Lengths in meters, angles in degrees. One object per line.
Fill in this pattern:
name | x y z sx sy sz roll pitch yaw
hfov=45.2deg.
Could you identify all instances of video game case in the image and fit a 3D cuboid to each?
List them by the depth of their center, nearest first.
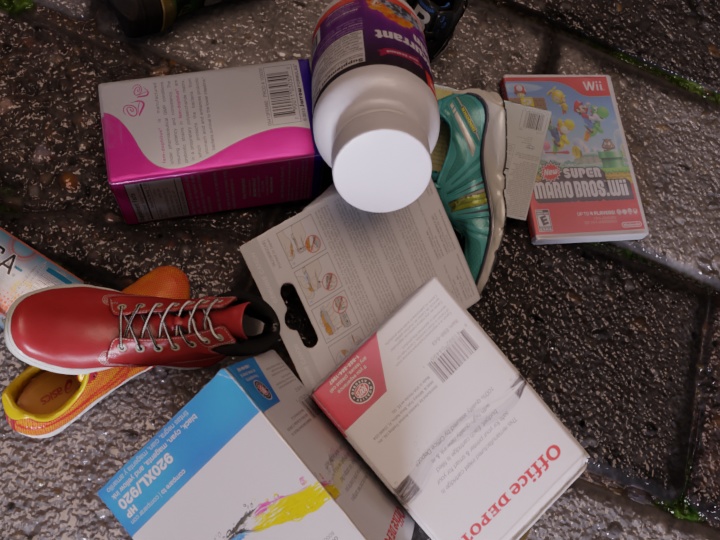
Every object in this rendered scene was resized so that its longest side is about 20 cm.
video game case | 0.241 -0.130 0.981 0.139 0.017 0.205 -3 71 -15

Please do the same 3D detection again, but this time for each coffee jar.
coffee jar | -0.177 -0.324 0.909 0.197 0.085 0.106 -28 90 -22

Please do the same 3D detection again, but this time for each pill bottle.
pill bottle | 0.012 -0.149 0.755 0.109 0.113 0.203 7 44 -11

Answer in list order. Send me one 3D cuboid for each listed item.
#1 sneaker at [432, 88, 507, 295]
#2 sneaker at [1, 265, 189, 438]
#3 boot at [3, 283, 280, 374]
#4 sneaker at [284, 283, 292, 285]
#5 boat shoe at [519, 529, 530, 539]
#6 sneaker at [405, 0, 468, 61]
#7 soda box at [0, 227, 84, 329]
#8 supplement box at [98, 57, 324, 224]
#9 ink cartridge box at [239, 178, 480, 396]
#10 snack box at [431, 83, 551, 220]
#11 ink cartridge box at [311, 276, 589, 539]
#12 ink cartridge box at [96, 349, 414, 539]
sneaker | 0.106 -0.077 0.869 0.077 0.078 0.206 -1 97 4
sneaker | -0.223 0.069 0.761 0.073 0.077 0.200 40 65 5
boot | -0.167 0.041 0.685 0.197 0.143 0.074 7 76 -41
sneaker | -0.001 -0.004 0.850 0.196 0.075 0.091 -17 87 -20
boat shoe | 0.085 0.168 0.806 0.073 0.065 0.202 -36 90 -5
sneaker | 0.041 -0.239 0.919 0.073 0.112 0.201 37 66 3
soda box | -0.339 -0.007 0.763 0.198 0.069 0.064 34 66 -1
supplement box | -0.139 -0.122 0.825 0.195 0.104 0.104 -8 72 -10
ink cartridge box | 0.000 0.000 0.800 0.197 0.057 0.165 -29 104 -16
snack box | 0.092 -0.130 0.903 0.195 0.037 0.119 11 102 -10
ink cartridge box | 0.073 0.131 0.733 0.145 0.085 0.201 -41 89 -7
ink cartridge box | -0.073 0.193 0.691 0.144 0.147 0.201 -42 84 6
